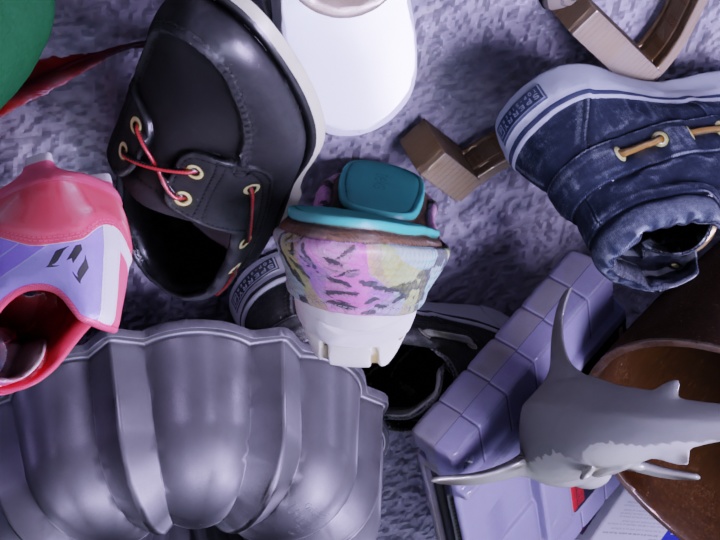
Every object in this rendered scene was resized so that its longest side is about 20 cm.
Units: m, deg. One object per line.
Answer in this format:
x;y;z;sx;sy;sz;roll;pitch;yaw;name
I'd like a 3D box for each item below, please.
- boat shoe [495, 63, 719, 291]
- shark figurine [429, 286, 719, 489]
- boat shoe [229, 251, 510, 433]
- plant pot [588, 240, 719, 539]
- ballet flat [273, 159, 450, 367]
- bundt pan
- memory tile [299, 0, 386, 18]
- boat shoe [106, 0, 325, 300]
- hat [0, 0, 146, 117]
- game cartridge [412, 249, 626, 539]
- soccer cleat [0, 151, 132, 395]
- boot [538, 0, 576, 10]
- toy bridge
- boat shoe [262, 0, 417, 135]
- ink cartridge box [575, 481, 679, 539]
0.146;-0.037;0.945;0.200;0.091;0.071;-2;144;-47;boat shoe
0.110;0.049;0.892;0.128;0.090;0.214;2;170;-24;shark figurine
0.024;0.052;1.003;0.200;0.064;0.071;19;118;-39;boat shoe
0.238;0.029;1.013;0.200;0.187;0.187;-53;144;-28;plant pot
0.000;0.000;0.862;0.069;0.200;0.071;11;100;1;ballet flat
-0.081;0.110;0.946;0.201;0.076;0.202;-5;144;-3;bundt pan
-0.051;-0.186;0.730;0.200;0.017;0.154;21;104;-23;memory tile
-0.061;-0.046;0.817;0.063;0.074;0.201;-46;168;-20;boat shoe
-0.115;-0.077;0.726;0.176;0.200;0.166;8;136;-18;hat
0.086;0.091;1.033;0.130;0.038;0.200;-43;150;-19;game cartridge
-0.163;0.027;0.838;0.067;0.077;0.200;20;139;-40;soccer cleat
0.130;-0.164;0.794;0.150;0.073;0.200;-14;166;5;boot
0.111;-0.104;0.939;0.200;0.027;0.067;-43;138;12;toy bridge
-0.013;-0.155;0.801;0.072;0.068;0.201;-11;113;-12;boat shoe
0.171;0.127;1.172;0.095;0.037;0.200;9;121;-35;ink cartridge box
